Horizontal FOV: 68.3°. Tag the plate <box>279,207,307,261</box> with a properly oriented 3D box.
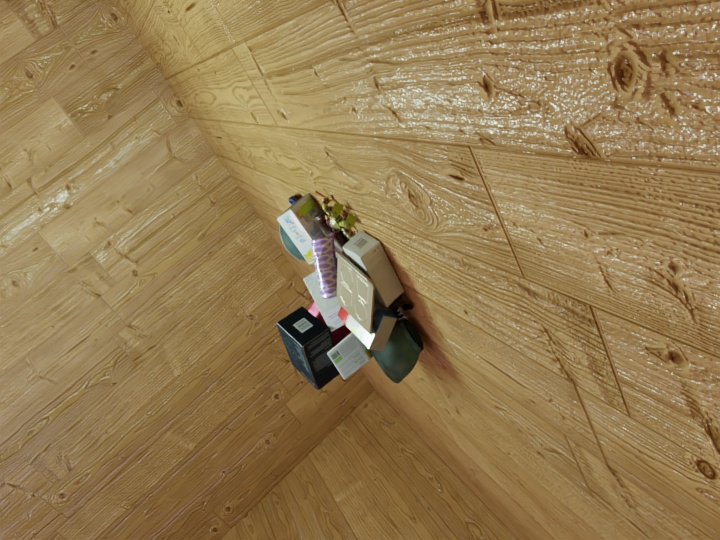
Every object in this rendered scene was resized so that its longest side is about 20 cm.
[{"bbox_3d":[-0.206,-0.138,1.925,0.025,0.201,0.203,-20,112,45],"label":"plate"}]

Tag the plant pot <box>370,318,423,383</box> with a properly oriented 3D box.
[{"bbox_3d":[0.125,0.244,1.744,0.202,0.133,0.202,50,-166,-17],"label":"plant pot"}]

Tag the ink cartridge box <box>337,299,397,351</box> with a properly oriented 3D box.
[{"bbox_3d":[0.017,0.145,1.659,0.066,0.120,0.199,12,-161,-40],"label":"ink cartridge box"}]

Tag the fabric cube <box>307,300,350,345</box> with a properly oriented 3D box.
[{"bbox_3d":[-0.059,0.168,2.000,0.197,0.201,0.198,46,-165,23],"label":"fabric cube"}]

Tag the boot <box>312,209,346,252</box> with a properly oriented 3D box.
[{"bbox_3d":[-0.078,-0.106,1.756,0.203,0.063,0.186,56,-179,-3],"label":"boot"}]

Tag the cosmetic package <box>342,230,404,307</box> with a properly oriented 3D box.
[{"bbox_3d":[0.040,-0.004,1.556,0.112,0.080,0.203,33,157,53],"label":"cosmetic package"}]

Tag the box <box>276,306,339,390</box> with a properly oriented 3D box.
[{"bbox_3d":[-0.179,0.270,1.863,0.198,0.122,0.202,30,141,49],"label":"box"}]

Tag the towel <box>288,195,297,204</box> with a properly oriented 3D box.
[{"bbox_3d":[-0.211,-0.198,2.036,0.203,0.023,0.145,56,-177,-12],"label":"towel"}]

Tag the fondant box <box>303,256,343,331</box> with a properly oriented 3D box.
[{"bbox_3d":[-0.082,0.078,1.775,0.205,0.142,0.058,61,-159,-1],"label":"fondant box"}]

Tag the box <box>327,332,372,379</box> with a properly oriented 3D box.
[{"bbox_3d":[-0.015,0.262,1.768,0.103,0.111,0.200,53,-166,4],"label":"box"}]

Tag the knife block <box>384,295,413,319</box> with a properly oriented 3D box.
[{"bbox_3d":[0.113,0.123,1.684,0.175,0.063,0.203,44,165,40],"label":"knife block"}]

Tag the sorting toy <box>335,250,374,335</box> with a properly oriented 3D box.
[{"bbox_3d":[-0.012,0.064,1.568,0.184,0.036,0.206,40,142,42],"label":"sorting toy"}]

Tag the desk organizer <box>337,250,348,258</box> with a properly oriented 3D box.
[{"bbox_3d":[0.000,0.000,1.722,0.073,0.075,0.201,64,-175,33],"label":"desk organizer"}]

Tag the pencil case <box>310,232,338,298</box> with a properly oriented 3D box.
[{"bbox_3d":[-0.103,-0.009,1.690,0.083,0.083,0.208,-23,-79,-64],"label":"pencil case"}]

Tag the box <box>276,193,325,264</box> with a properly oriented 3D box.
[{"bbox_3d":[-0.180,-0.144,1.862,0.100,0.113,0.203,-20,110,48],"label":"box"}]

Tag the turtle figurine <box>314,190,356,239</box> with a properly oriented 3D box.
[{"bbox_3d":[-0.074,-0.159,1.584,0.203,0.064,0.161,54,168,-7],"label":"turtle figurine"}]
